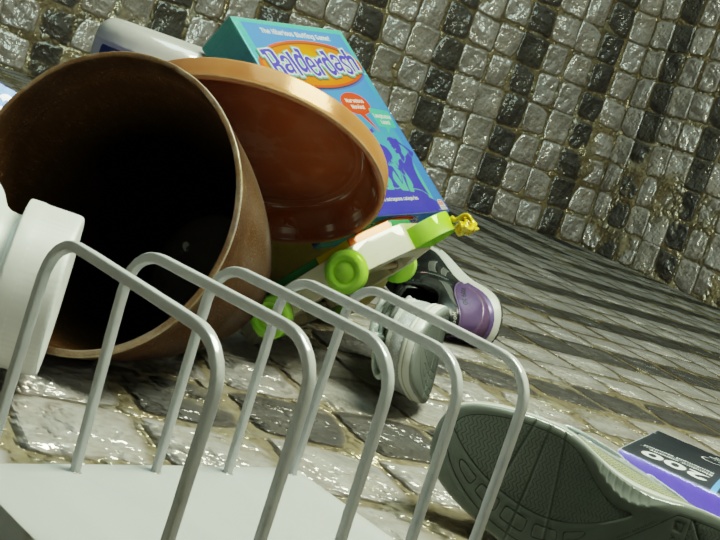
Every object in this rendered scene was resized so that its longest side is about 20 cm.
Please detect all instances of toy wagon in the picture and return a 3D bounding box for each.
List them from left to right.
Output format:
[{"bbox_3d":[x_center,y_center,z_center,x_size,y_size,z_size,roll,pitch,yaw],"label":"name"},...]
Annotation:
[{"bbox_3d":[0.000,0.000,0.958,0.040,0.199,0.155,60,16,6],"label":"toy wagon"}]

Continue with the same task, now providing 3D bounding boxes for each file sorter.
[{"bbox_3d":[-0.043,0.071,0.531,0.199,0.126,0.138,10,11,-47],"label":"file sorter"}]

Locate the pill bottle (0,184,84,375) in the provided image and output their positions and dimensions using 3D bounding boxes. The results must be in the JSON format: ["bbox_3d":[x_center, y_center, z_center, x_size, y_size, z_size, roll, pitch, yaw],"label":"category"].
[{"bbox_3d":[-0.256,-0.015,0.650,0.197,0.111,0.110,18,8,-11],"label":"pill bottle"}]

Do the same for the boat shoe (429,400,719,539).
[{"bbox_3d":[0.131,0.135,0.716,0.200,0.075,0.065,23,2,-3],"label":"boat shoe"}]

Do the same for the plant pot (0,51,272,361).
[{"bbox_3d":[-0.135,-0.018,0.817,0.185,0.189,0.200,21,-8,18],"label":"plant pot"}]

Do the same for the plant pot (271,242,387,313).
[{"bbox_3d":[-0.066,-0.066,1.141,0.140,0.203,0.199,9,12,-35],"label":"plant pot"}]

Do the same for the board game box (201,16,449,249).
[{"bbox_3d":[-0.027,-0.116,1.023,0.151,0.045,0.201,-8,62,-53],"label":"board game box"}]

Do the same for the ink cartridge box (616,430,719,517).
[{"bbox_3d":[0.271,0.177,0.856,0.196,0.044,0.199,23,10,23],"label":"ink cartridge box"}]

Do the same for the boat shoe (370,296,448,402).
[{"bbox_3d":[0.032,0.056,0.960,0.064,0.076,0.202,13,4,5],"label":"boat shoe"}]

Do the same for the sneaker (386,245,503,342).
[{"bbox_3d":[0.066,0.018,1.339,0.087,0.077,0.199,6,14,-34],"label":"sneaker"}]

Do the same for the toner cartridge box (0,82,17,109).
[{"bbox_3d":[-0.256,-0.086,0.894,0.199,0.044,0.094,30,-31,-35],"label":"toner cartridge box"}]

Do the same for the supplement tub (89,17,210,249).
[{"bbox_3d":[-0.188,-0.104,1.074,0.143,0.203,0.144,19,9,-3],"label":"supplement tub"}]

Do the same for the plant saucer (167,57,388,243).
[{"bbox_3d":[-0.076,-0.085,0.865,0.197,0.033,0.201,11,-28,6],"label":"plant saucer"}]
